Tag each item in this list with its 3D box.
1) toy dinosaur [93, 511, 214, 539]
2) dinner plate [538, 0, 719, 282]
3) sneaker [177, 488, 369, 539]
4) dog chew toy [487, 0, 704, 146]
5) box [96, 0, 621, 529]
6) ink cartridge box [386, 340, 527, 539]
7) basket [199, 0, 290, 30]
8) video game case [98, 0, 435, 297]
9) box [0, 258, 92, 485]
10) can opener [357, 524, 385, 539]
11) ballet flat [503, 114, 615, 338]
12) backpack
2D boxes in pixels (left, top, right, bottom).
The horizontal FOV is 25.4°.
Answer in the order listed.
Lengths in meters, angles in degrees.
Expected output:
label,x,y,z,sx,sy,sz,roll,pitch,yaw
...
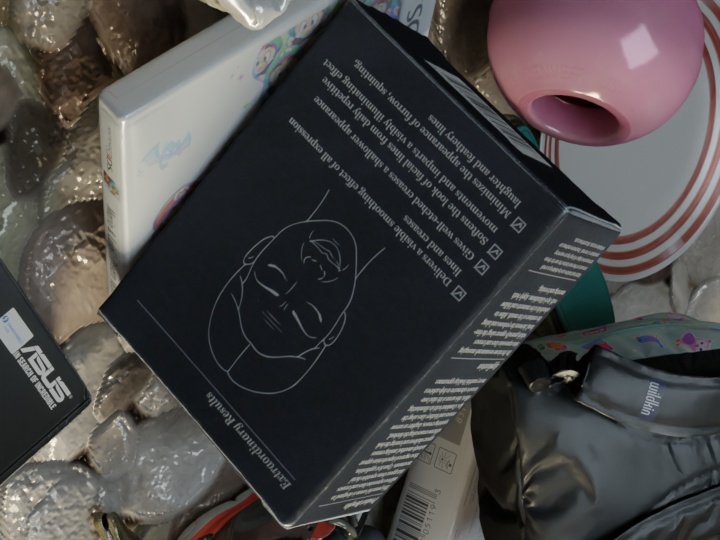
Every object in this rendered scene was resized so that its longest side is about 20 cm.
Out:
label,x,y,z,sx,sy,sz,roll,pitch,yaw
toy dinosaur,-0.082,0.217,0.846,0.058,0.100,0.202,10,59,-58
dinner plate,0.182,-0.092,1.042,0.199,0.024,0.202,-16,116,-35
sneaker,-0.018,0.139,0.920,0.200,0.082,0.077,-45,128,-18
dog chew toy,0.146,-0.176,0.920,0.124,0.124,0.202,34,65,-41
box,0.000,0.000,0.776,0.200,0.149,0.107,-48,161,13
ink cartridge box,0.101,0.126,1.051,0.199,0.050,0.163,5,102,-58
basket,-0.081,-0.247,0.677,0.199,0.160,0.200,-54,132,-11
video game case,-0.044,-0.073,0.800,0.199,0.024,0.183,-35,158,-25
box,-0.235,0.036,0.730,0.160,0.043,0.201,-41,127,-20
can opener,-0.055,0.222,0.921,0.199,0.067,0.054,-32,104,-19
ballet flat,0.098,-0.016,0.973,0.071,0.070,0.201,-46,131,-17
backpack,0.166,0.095,0.938,0.198,0.127,0.169,-11,111,-17
